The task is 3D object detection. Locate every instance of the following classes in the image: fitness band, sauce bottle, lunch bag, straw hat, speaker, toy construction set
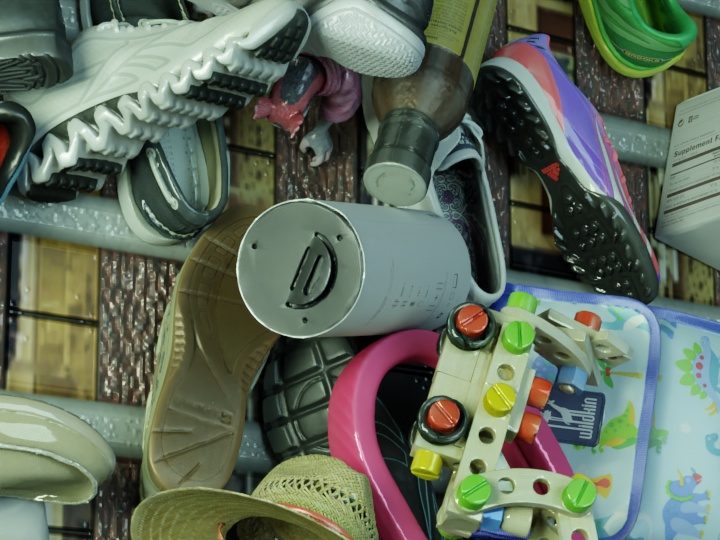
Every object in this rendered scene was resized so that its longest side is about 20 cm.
[{"bbox_3d":[0.061,0.128,1.516,0.144,0.037,0.200,-31,90,-42],"label":"fitness band"},{"bbox_3d":[0.042,-0.127,1.582,0.065,0.065,0.200,38,47,-23],"label":"sauce bottle"},{"bbox_3d":[0.165,0.109,1.643,0.200,0.127,0.170,15,74,-16],"label":"lunch bag"},{"bbox_3d":[-0.031,0.152,1.439,0.201,0.201,0.085,42,54,-20],"label":"straw hat"},{"bbox_3d":[0.000,0.000,1.511,0.200,0.081,0.081,0,76,-69],"label":"speaker"},{"bbox_3d":[0.099,0.089,1.479,0.131,0.092,0.200,19,51,-1],"label":"toy construction set"}]

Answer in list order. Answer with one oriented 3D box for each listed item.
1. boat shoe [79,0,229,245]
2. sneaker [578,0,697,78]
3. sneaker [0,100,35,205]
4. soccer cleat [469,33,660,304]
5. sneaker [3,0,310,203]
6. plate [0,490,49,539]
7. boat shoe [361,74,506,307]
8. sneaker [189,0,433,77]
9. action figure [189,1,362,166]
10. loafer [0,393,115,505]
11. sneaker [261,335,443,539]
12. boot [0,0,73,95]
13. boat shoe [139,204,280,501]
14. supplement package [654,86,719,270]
[{"bbox_3d":[-0.118,-0.118,1.527,0.076,0.060,0.200,-11,85,-37],"label":"boat shoe"},{"bbox_3d":[0.172,-0.231,1.751,0.074,0.084,0.200,-41,103,-35],"label":"sneaker"},{"bbox_3d":[-0.251,-0.031,1.389,0.078,0.090,0.200,47,56,-18],"label":"sneaker"},{"bbox_3d":[0.151,-0.069,1.709,0.073,0.068,0.200,-42,101,-40],"label":"soccer cleat"},{"bbox_3d":[-0.123,-0.115,1.452,0.075,0.200,0.081,19,47,-66],"label":"sneaker"},{"bbox_3d":[-0.239,0.224,1.371,0.200,0.032,0.200,-4,82,-36],"label":"plate"},{"bbox_3d":[0.052,-0.068,1.632,0.072,0.068,0.200,2,77,-35],"label":"boat shoe"},{"bbox_3d":[-0.037,-0.197,1.491,0.200,0.075,0.114,24,79,11],"label":"sneaker"},{"bbox_3d":[-0.016,-0.158,1.566,0.134,0.149,0.200,39,45,-29],"label":"action figure"},{"bbox_3d":[-0.231,0.104,1.379,0.200,0.076,0.068,14,60,-23],"label":"loafer"},{"bbox_3d":[-0.002,0.123,1.558,0.079,0.075,0.200,0,70,-66],"label":"sneaker"},{"bbox_3d":[-0.252,-0.194,1.438,0.164,0.066,0.200,-6,71,-8],"label":"boot"},{"bbox_3d":[-0.093,0.052,1.510,0.073,0.063,0.200,26,60,-12],"label":"boat shoe"},{"bbox_3d":[0.338,-0.051,1.781,0.200,0.156,0.111,24,65,-29],"label":"supplement package"}]
